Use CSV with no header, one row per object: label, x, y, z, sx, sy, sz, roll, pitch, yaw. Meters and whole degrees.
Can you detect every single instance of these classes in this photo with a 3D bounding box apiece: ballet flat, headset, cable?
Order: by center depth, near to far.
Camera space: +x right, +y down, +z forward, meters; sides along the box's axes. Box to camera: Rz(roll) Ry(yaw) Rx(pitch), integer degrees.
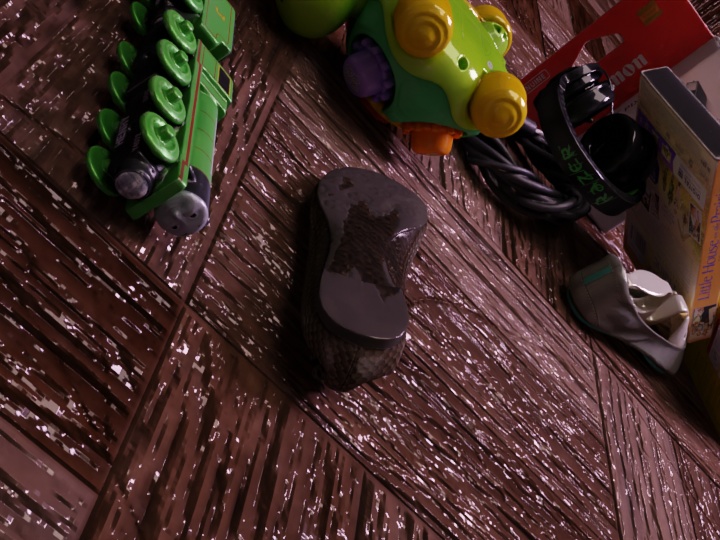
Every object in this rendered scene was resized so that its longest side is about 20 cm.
ballet flat,0.000,0.000,0.521,0.066,0.047,0.201,15,27,-6
ballet flat,0.247,0.039,0.877,0.199,0.063,0.068,26,36,-46
cable,0.140,-0.109,0.893,0.164,0.051,0.199,57,25,7
headset,0.198,-0.120,0.909,0.124,0.094,0.201,48,35,-13

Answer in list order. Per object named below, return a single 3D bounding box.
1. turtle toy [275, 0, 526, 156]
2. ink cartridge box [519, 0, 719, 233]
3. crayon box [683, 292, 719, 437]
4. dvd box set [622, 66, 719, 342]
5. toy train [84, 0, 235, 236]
turtle toy,0.027,-0.159,0.695,0.200,0.101,0.147,41,28,-25
ink cartridge box,0.268,-0.160,1.006,0.176,0.199,0.045,46,27,-15
crayon box,0.340,0.046,0.971,0.128,0.050,0.202,87,-8,-51
dvd box set,0.283,-0.058,0.918,0.147,0.029,0.202,-108,-171,-50
toy train,-0.086,-0.087,0.481,0.057,0.041,0.201,49,23,-35
